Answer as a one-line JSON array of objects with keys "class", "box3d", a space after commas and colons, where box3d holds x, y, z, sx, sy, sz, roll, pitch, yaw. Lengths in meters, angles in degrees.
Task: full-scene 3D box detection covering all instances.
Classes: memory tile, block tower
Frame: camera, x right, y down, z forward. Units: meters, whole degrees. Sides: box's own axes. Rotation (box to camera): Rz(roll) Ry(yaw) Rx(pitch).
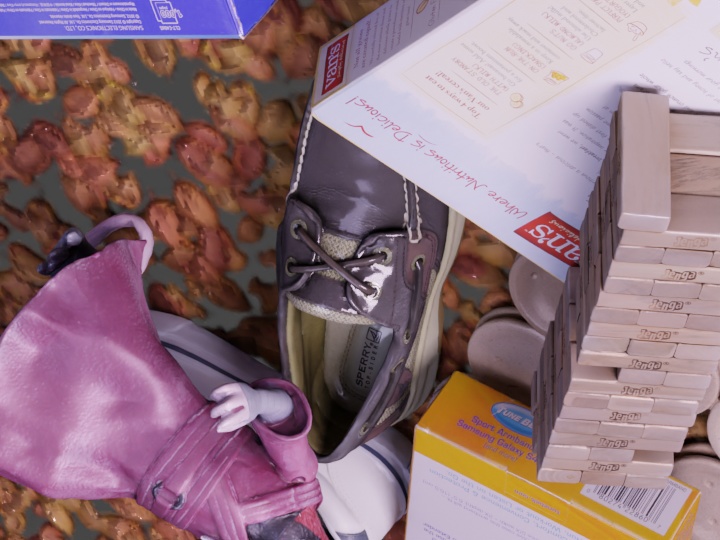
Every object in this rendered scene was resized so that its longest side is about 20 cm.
[{"class": "memory tile", "box3d": [0.118, 0.051, 1.124, 0.153, 0.017, 0.200, 35, 137, 4]}, {"class": "block tower", "box3d": [0.106, 0.015, 1.009, 0.058, 0.054, 0.200, 3, 147, -3]}]

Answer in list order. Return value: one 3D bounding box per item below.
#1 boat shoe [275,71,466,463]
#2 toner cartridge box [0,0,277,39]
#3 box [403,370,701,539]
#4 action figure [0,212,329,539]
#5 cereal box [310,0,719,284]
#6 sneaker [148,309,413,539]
[{"class": "boat shoe", "box3d": [-0.001, 0.000, 1.121, 0.072, 0.066, 0.201, 19, 134, 18]}, {"class": "toner cartridge box", "box3d": [-0.112, -0.133, 1.062, 0.200, 0.095, 0.043, 3, 127, 32]}, {"class": "box", "box3d": [0.078, 0.138, 1.188, 0.119, 0.041, 0.200, 26, 147, 16]}, {"class": "action figure", "box3d": [-0.080, 0.085, 1.160, 0.200, 0.149, 0.134, 37, 104, 0]}, {"class": "cereal box", "box3d": [0.100, -0.076, 0.963, 0.144, 0.040, 0.200, 33, 136, -31]}, {"class": "sneaker", "box3d": [-0.072, 0.075, 1.228, 0.200, 0.071, 0.073, 19, 134, 19]}]
